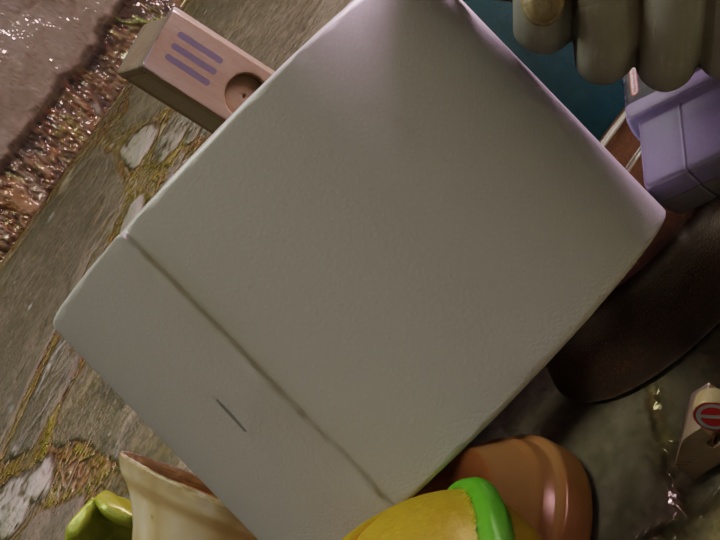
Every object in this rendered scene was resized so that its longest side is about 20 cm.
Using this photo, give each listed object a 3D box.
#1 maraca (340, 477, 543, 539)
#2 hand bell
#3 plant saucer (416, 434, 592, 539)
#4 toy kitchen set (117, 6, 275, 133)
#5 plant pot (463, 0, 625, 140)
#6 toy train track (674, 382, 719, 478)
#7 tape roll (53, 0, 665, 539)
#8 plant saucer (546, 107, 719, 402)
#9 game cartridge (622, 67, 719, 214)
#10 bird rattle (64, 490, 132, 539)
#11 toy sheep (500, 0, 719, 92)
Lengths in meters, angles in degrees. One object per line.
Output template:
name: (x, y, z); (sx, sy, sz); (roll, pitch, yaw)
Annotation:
maraca: (0.014, 0.165, 0.721); (0.137, 0.106, 0.202); (-100, 27, -73)
hand bell: (-0.094, 0.191, 0.933); (0.202, 0.103, 0.104); (-68, 16, -4)
plant saucer: (0.017, 0.148, 0.872); (0.201, 0.037, 0.201); (-50, 16, 20)
toy kitchen set: (-0.015, -0.167, 1.372); (0.201, 0.180, 0.163); (-61, 17, -8)
plant pot: (0.089, -0.185, 1.072); (0.200, 0.187, 0.200); (-49, 15, 18)
toy train track: (0.166, 0.009, 0.709); (0.200, 0.032, 0.115); (-40, 21, 42)
tape roll: (0.000, 0.000, 0.831); (0.203, 0.139, 0.203); (-45, 1, 1)
plant saucer: (0.134, -0.036, 0.919); (0.201, 0.032, 0.201); (-51, 16, 20)
game cartridge: (0.159, -0.131, 0.859); (0.129, 0.038, 0.202); (-22, 51, 29)
bird rattle: (-0.044, 0.085, 1.078); (0.200, 0.112, 0.163); (-53, -1, -39)
toy sheep: (0.114, -0.126, 0.771); (0.138, 0.198, 0.139); (3, -90, -87)
